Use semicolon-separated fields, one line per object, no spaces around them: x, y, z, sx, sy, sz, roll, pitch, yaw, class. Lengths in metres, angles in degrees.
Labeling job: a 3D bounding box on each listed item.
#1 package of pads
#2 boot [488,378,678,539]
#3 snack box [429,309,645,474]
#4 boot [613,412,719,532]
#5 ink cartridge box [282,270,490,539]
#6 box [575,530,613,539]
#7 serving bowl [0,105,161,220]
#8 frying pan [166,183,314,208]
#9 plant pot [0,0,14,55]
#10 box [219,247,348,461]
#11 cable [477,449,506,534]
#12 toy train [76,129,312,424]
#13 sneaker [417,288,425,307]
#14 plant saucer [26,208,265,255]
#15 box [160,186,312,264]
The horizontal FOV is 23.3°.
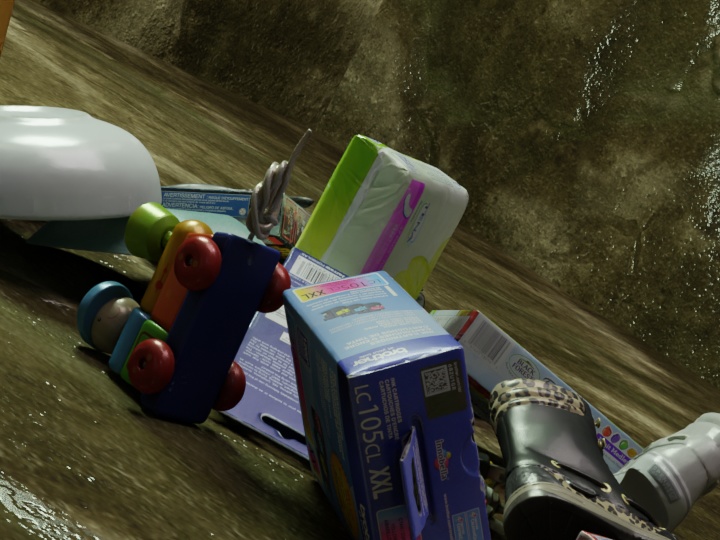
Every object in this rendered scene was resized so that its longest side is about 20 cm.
0.000;0.000;1.408;0.068;0.201;0.154;32;8;21;package of pads
0.172;0.167;1.243;0.199;0.073;0.151;29;26;-23;boot
0.139;0.113;1.494;0.200;0.053;0.142;40;-9;-9;snack box
0.245;0.168;1.359;0.074;0.095;0.200;58;-14;10;boot
0.018;0.094;1.046;0.076;0.138;0.200;-14;19;-13;ink cartridge box
0.182;0.233;0.910;0.099;0.096;0.200;22;10;-40;box
-0.245;-0.085;1.288;0.198;0.067;0.200;3;11;-1;serving bowl
-0.126;-0.061;1.543;0.114;0.031;0.190;9;-14;-22;frying pan
-0.375;-0.206;1.453;0.199;0.185;0.200;28;7;-4;plant pot
-0.031;0.072;1.243;0.120;0.033;0.200;29;35;0;box
0.022;0.140;1.260;0.198;0.051;0.097;17;24;4;cable
-0.106;-0.015;1.125;0.115;0.202;0.084;28;6;40;toy train
0.012;0.023;1.735;0.145;0.078;0.202;20;12;25;sneaker
-0.158;-0.030;1.355;0.198;0.039;0.201;6;0;0;plant saucer
-0.101;-0.029;1.527;0.135;0.040;0.200;4;-11;16;box
